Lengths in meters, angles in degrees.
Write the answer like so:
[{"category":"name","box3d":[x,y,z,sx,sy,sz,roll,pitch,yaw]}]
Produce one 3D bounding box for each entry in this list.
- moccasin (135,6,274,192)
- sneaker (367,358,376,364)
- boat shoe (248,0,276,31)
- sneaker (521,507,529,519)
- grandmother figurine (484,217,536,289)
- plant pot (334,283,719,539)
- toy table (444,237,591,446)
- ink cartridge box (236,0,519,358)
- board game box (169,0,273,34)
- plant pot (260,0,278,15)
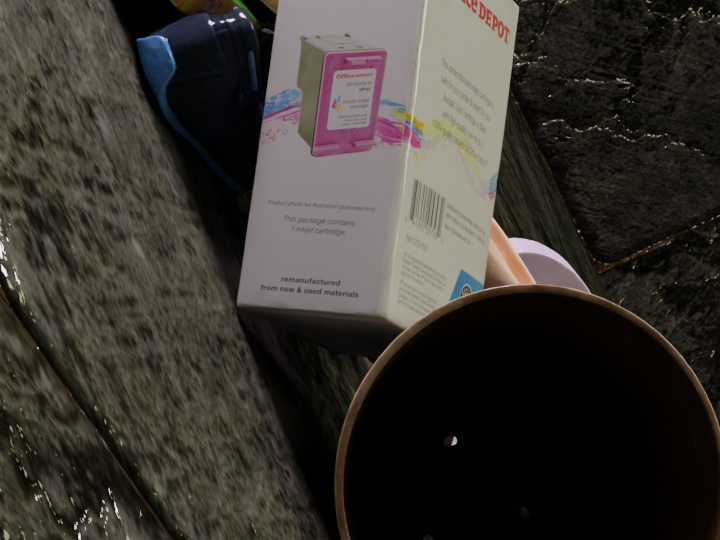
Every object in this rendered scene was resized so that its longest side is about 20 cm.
[{"category":"moccasin","box3d":[-0.054,-0.086,1.441,0.200,0.068,0.081,25,42,-78]},{"category":"sneaker","box3d":[0.000,0.000,1.561,0.200,0.076,0.091,36,38,-70]},{"category":"boat shoe","box3d":[-0.048,-0.128,1.636,0.074,0.060,0.201,-99,163,-59]},{"category":"sneaker","box3d":[0.109,0.173,1.535,0.075,0.200,0.087,23,-24,21]},{"category":"grandmother figurine","box3d":[0.101,0.054,1.492,0.200,0.060,0.121,52,-31,4]},{"category":"plant pot","box3d":[0.068,0.109,1.381,0.200,0.186,0.188,140,-74,-81]},{"category":"toy table","box3d":[0.101,0.097,1.626,0.117,0.183,0.201,-122,-165,-56]},{"category":"ink cartridge box","box3d":[0.013,-0.063,1.410,0.144,0.084,0.201,30,67,-67]},{"category":"board game box","box3d":[-0.094,-0.162,1.469,0.096,0.030,0.200,50,7,12]},{"category":"plant pot","box3d":[-0.049,-0.176,1.562,0.200,0.027,0.200,42,10,-9]}]
